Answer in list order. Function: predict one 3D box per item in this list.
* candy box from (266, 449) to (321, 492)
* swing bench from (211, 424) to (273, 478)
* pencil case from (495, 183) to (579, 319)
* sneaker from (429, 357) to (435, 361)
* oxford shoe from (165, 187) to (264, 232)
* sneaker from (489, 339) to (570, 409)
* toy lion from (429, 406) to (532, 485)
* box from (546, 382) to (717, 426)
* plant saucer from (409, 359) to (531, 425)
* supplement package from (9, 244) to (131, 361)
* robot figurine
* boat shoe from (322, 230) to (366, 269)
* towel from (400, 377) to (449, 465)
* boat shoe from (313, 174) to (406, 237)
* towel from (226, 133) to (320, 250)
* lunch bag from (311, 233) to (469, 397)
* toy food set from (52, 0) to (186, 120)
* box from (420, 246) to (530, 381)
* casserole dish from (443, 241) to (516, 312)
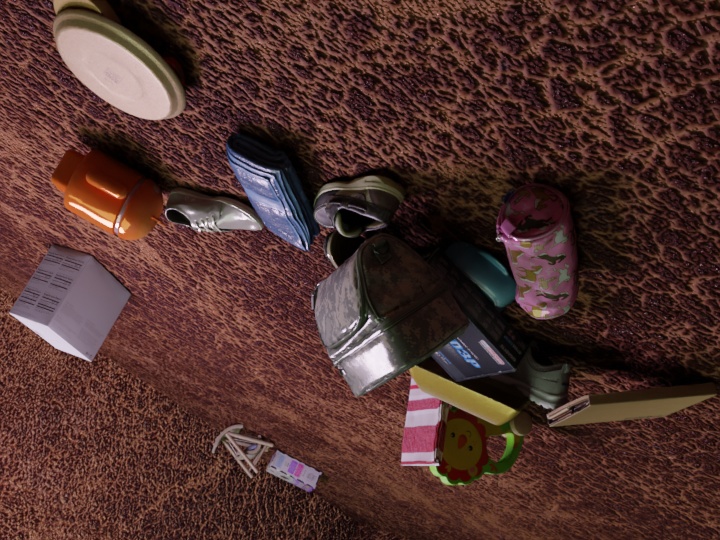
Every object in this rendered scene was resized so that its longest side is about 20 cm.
[{"bbox_3d":[-0.262,0.785,3.299,0.197,0.073,0.168,27,158,-2],"label":"candy box"},{"bbox_3d":[-0.449,0.667,3.181,0.198,0.131,0.199,33,158,-2],"label":"swing bench"},{"bbox_3d":[0.217,-0.017,1.017,0.085,0.084,0.201,13,155,27],"label":"pencil case"},{"bbox_3d":[0.140,0.103,1.342,0.197,0.099,0.071,11,152,31],"label":"sneaker"},{"bbox_3d":[-0.245,-0.089,1.405,0.196,0.059,0.076,13,152,25],"label":"oxford shoe"},{"bbox_3d":[0.260,0.145,1.356,0.074,0.084,0.198,4,-163,-45],"label":"sneaker"},{"bbox_3d":[0.215,0.325,1.614,0.198,0.194,0.068,31,157,-15],"label":"toy lion"},{"bbox_3d":[0.394,0.199,1.243,0.195,0.022,0.164,-3,160,-10],"label":"box"},{"bbox_3d":[0.188,0.189,1.383,0.197,0.049,0.199,21,-167,22],"label":"plant saucer"},{"bbox_3d":[-0.717,0.080,2.100,0.145,0.203,0.192,14,154,28],"label":"supplement package"},{"bbox_3d":[-0.421,-0.127,1.439,0.197,0.117,0.145,29,130,-4],"label":"robot figurine"},{"bbox_3d":[0.000,0.000,1.291,0.064,0.074,0.199,6,157,41],"label":"boat shoe"},{"bbox_3d":[0.120,0.259,1.573,0.022,0.204,0.144,15,162,-21],"label":"towel"},{"bbox_3d":[-0.014,-0.080,1.154,0.071,0.067,0.199,33,158,-26],"label":"boat shoe"},{"bbox_3d":[-0.127,-0.111,1.223,0.110,0.049,0.201,27,160,26],"label":"towel"},{"bbox_3d":[0.023,0.056,1.134,0.170,0.138,0.200,59,150,6],"label":"lunch bag"},{"bbox_3d":[-0.311,-0.270,1.095,0.197,0.049,0.198,29,158,-7],"label":"toy food set"},{"bbox_3d":[0.124,0.068,1.209,0.200,0.046,0.158,47,152,-11],"label":"box"},{"bbox_3d":[0.148,0.033,1.219,0.121,0.039,0.200,40,154,2],"label":"casserole dish"}]
